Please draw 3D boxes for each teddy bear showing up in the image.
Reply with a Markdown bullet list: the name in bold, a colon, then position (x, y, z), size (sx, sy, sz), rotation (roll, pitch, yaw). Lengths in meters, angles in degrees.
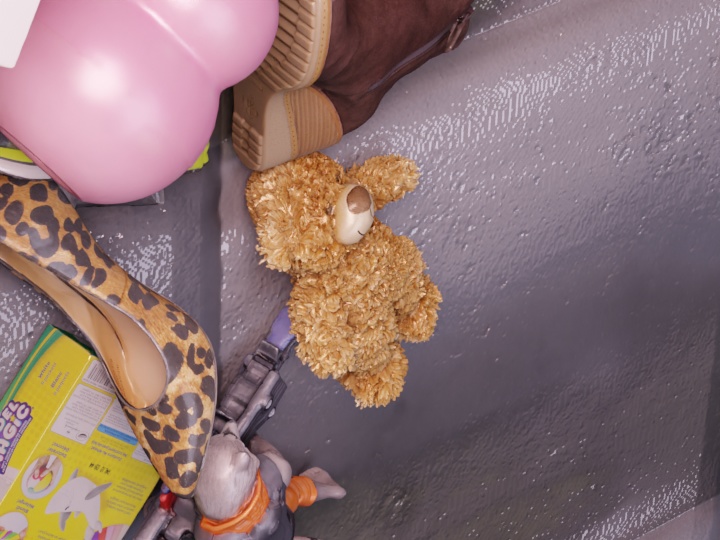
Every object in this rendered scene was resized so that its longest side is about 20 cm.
- **teddy bear**: position (0.000, 0.000, 1.790), size (0.145, 0.067, 0.200), rotation (-43, 134, -34)

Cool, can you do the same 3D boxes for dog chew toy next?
- **dog chew toy**: position (-0.100, -0.131, 1.490), size (0.200, 0.125, 0.125), rotation (-49, 141, -5)

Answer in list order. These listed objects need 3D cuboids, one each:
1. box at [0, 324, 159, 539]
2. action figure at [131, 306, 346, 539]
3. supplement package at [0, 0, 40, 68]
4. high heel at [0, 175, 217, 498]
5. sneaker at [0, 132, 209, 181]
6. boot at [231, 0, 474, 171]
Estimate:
- **box**: position (-0.189, 0.140, 1.731), size (0.117, 0.048, 0.200), rotation (30, 92, -52)
- **action figure**: position (-0.053, 0.133, 1.814), size (0.200, 0.105, 0.193), rotation (-60, 154, -8)
- **supplement package**: position (-0.234, -0.189, 1.324), size (0.117, 0.200, 0.117), rotation (8, 111, -48)
- **high heel**: position (-0.155, 0.038, 1.624), size (0.142, 0.071, 0.200), rotation (-10, 87, -47)
- **sneaker**: position (-0.163, -0.094, 1.583), size (0.200, 0.074, 0.081), rotation (-6, 106, -47)
- **boot**: position (0.002, -0.152, 1.674), size (0.166, 0.072, 0.200), rotation (-35, 160, -26)
